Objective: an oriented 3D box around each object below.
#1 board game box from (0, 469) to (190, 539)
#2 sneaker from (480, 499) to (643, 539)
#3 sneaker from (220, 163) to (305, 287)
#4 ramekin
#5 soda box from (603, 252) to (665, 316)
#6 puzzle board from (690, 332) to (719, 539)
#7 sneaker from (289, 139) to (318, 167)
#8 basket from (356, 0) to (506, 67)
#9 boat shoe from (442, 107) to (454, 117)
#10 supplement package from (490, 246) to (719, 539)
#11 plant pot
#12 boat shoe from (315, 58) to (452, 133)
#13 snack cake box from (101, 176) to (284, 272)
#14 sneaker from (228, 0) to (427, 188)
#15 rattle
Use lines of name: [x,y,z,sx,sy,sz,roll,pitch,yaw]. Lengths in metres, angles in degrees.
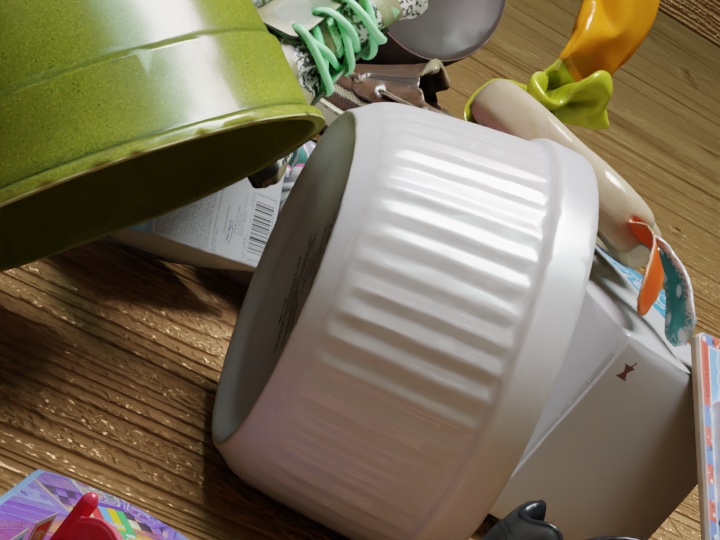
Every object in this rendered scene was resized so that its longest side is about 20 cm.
board game box: [-0.066,0.120,0.840,0.158,0.039,0.200,36,16,4]
sneaker: [0.121,0.165,1.009,0.200,0.091,0.076,28,15,-29]
sneaker: [0.000,0.000,1.195,0.200,0.088,0.081,-2,-26,40]
ramekin: [0.013,0.021,1.028,0.105,0.200,0.200,23,17,-11]
soda box: [0.117,0.001,1.545,0.200,0.064,0.068,35,15,-2]
puzzle board: [0.217,0.142,1.176,0.151,0.017,0.200,21,61,-46]
sneaker: [-0.075,-0.067,1.358,0.088,0.074,0.200,31,1,27]
basket: [-0.010,-0.173,1.488,0.180,0.136,0.200,29,-19,-31]
boat shoe: [0.070,-0.003,1.460,0.200,0.068,0.072,56,-19,15]
supplement package: [0.088,0.043,1.238,0.117,0.117,0.200,32,13,-41]
plant pot: [-0.141,-0.113,0.948,0.200,0.200,0.193,-9,77,-69]
boat shoe: [0.025,-0.093,1.392,0.202,0.075,0.075,36,3,11]
snack cake box: [-0.083,-0.107,1.166,0.067,0.200,0.115,7,-7,30]
sneaker: [-0.016,-0.118,1.086,0.200,0.089,0.077,-77,152,-44]
rattle: [0.151,-0.063,1.208,0.130,0.143,0.200,63,-9,-25]
